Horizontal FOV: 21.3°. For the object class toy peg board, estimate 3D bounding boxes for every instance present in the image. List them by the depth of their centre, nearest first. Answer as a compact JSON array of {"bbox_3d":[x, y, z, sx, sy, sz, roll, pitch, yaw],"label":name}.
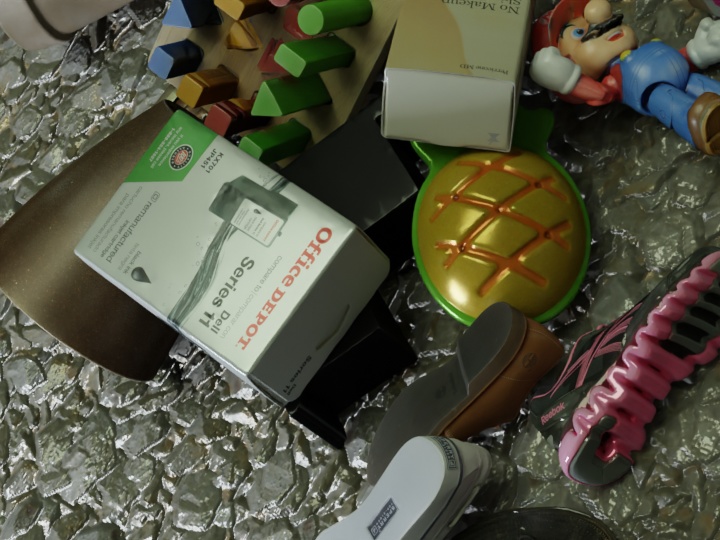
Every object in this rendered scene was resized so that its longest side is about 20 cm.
[{"bbox_3d":[-0.091,-0.199,1.620,0.199,0.098,0.200,37,118,17],"label":"toy peg board"}]

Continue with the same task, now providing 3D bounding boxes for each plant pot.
[{"bbox_3d":[-0.191,-0.040,1.639,0.200,0.187,0.187,-51,48,8],"label":"plant pot"},{"bbox_3d":[-0.267,-0.330,1.874,0.173,0.200,0.200,-10,60,14],"label":"plant pot"}]

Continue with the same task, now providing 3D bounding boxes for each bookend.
[{"bbox_3d":[0.000,0.000,1.548,0.200,0.092,0.199,-37,56,8],"label":"bookend"}]

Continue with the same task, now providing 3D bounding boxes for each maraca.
[{"bbox_3d":[0.105,-0.047,1.475,0.137,0.107,0.200,-8,69,-1],"label":"maraca"}]

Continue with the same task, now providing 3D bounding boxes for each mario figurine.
[{"bbox_3d":[0.211,-0.164,1.461,0.200,0.123,0.106,29,98,38],"label":"mario figurine"}]

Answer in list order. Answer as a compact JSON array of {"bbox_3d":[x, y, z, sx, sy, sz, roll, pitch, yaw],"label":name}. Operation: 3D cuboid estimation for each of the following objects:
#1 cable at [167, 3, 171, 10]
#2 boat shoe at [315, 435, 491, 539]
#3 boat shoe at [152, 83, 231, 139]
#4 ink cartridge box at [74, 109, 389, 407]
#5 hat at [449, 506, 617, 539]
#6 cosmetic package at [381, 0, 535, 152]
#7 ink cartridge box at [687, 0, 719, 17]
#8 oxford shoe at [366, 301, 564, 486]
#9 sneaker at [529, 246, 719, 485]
[{"bbox_3d":[-0.079,-0.229,1.771,0.200,0.050,0.097,33,52,27],"label":"cable"},{"bbox_3d":[0.027,0.197,1.442,0.200,0.066,0.072,-57,47,28],"label":"boat shoe"},{"bbox_3d":[-0.186,-0.082,1.743,0.068,0.072,0.200,38,101,29],"label":"boat shoe"},{"bbox_3d":[-0.099,-0.011,1.488,0.200,0.083,0.147,33,84,28],"label":"ink cartridge box"},{"bbox_3d":[0.094,0.246,1.355,0.200,0.081,0.201,-17,59,30],"label":"hat"},{"bbox_3d":[0.082,-0.187,1.498,0.105,0.071,0.200,6,45,5],"label":"cosmetic package"},{"bbox_3d":[0.351,-0.247,1.414,0.165,0.075,0.200,-51,47,-7],"label":"ink cartridge box"},{"bbox_3d":[0.078,0.109,1.452,0.200,0.071,0.071,-44,34,33],"label":"oxford shoe"},{"bbox_3d":[0.195,0.056,1.393,0.200,0.079,0.095,-51,36,2],"label":"sneaker"}]
